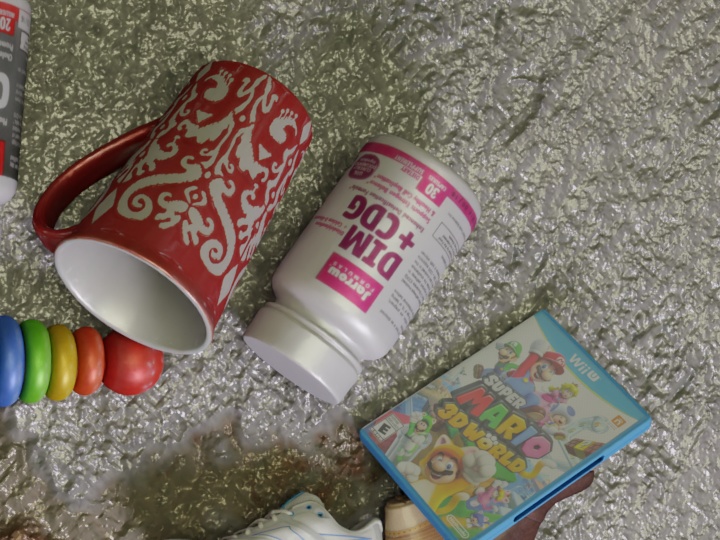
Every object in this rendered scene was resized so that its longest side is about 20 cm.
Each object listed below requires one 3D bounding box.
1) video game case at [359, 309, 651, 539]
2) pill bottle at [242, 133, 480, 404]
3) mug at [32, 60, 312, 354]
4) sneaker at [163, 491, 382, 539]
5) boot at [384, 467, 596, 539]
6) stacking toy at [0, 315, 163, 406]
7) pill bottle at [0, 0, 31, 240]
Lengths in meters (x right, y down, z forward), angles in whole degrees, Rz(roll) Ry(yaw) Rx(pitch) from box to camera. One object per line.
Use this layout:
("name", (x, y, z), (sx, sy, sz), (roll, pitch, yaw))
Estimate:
("video game case", (0.120, 0.131, 1.369), (0.200, 0.018, 0.143), (-32, 56, -18))
("pill bottle", (0.000, 0.000, 1.331), (0.113, 0.113, 0.200), (38, 77, -13))
("mug", (-0.145, -0.065, 1.267), (0.177, 0.134, 0.200), (29, 61, 1))
("sneaker", (-0.069, 0.219, 1.328), (0.199, 0.075, 0.087), (10, 76, -24))
("boot", (0.120, 0.249, 1.388), (0.199, 0.072, 0.167), (-16, 97, -14))
("stacking toy", (-0.250, 0.071, 1.272), (0.199, 0.085, 0.086), (2, 87, -25))
("pill bottle", (-0.310, -0.109, 1.235), (0.113, 0.114, 0.201), (5, 86, -18))
